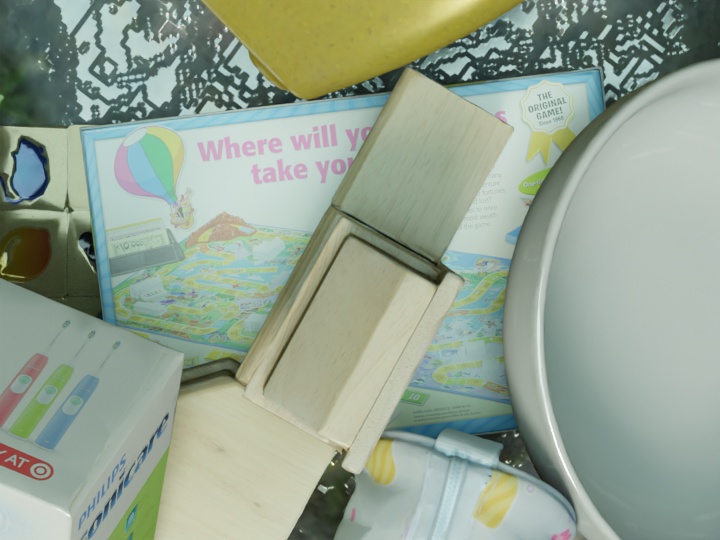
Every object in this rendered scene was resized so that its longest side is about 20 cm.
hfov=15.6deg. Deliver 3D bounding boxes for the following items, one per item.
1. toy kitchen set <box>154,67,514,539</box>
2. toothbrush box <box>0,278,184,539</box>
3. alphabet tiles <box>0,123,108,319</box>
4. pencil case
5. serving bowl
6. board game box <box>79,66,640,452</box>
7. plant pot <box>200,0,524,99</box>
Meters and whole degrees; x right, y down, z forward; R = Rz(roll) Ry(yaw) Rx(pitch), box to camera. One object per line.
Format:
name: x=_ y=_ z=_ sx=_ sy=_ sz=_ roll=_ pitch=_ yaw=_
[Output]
toy kitchen set: x=-0.066 y=-0.003 z=0.907 sx=0.180 sy=0.163 sz=0.200 roll=30 pitch=91 yaw=-3
toothbrush box: x=-0.150 y=0.094 z=0.873 sx=0.145 sy=0.086 sz=0.200 roll=22 pitch=131 yaw=10
alphabet tiles: x=-0.148 y=0.026 z=1.030 sx=0.199 sy=0.006 sz=0.167 roll=0 pitch=92 yaw=1
pencil case: x=0.004 y=0.154 z=0.893 sx=0.083 sy=0.091 sz=0.200 roll=14 pitch=70 yaw=26
serving bowl: x=0.129 y=0.023 z=0.973 sx=0.200 sy=0.066 sz=0.201 roll=1 pitch=88 yaw=-31
board game box: x=0.000 y=0.000 z=1.008 sx=0.199 sy=0.034 sz=0.135 roll=-6 pitch=93 yaw=-1
plant pot: x=0.013 y=-0.170 z=0.931 sx=0.200 sy=0.196 sz=0.194 roll=-44 pitch=91 yaw=8
